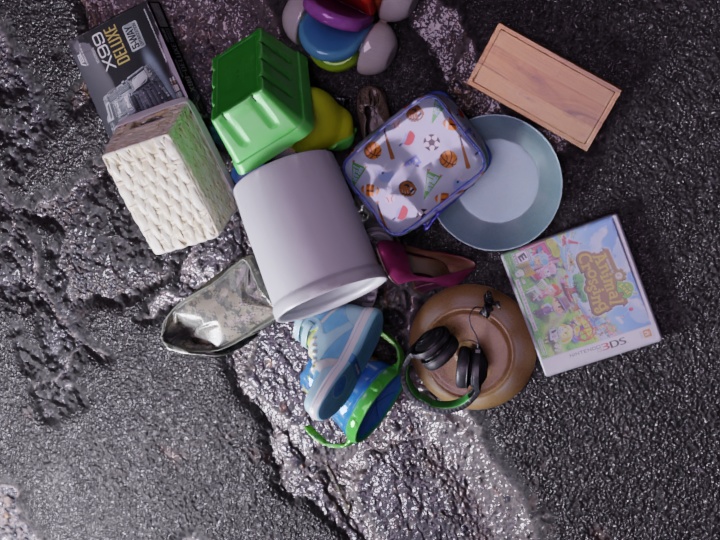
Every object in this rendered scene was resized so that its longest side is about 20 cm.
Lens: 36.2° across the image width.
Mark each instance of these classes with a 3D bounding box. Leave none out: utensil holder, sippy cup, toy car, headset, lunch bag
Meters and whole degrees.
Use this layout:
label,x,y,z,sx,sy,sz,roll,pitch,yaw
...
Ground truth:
label,x,y,z,sx,sy,sz,roll,pitch,yaw
utensil holder,-0.075,-0.049,1.573,0.169,0.170,0.201,-24,79,19
sippy cup,-0.019,0.176,1.709,0.130,0.178,0.140,33,150,18
toy car,-0.023,-0.380,1.575,0.175,0.150,0.201,27,107,8
headset,0.142,0.122,1.647,0.123,0.094,0.200,29,120,-4
lunch bag,-0.198,0.059,1.710,0.200,0.164,0.118,-32,90,20
lunch bag,0.081,-0.149,1.595,0.200,0.076,0.160,-37,96,20

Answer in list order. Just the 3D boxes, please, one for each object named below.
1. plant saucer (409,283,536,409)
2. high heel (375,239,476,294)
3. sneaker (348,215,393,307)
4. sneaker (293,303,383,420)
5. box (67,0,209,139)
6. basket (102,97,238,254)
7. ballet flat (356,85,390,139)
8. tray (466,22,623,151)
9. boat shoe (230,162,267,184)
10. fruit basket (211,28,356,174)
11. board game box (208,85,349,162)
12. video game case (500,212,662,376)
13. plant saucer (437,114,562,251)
label,x,y,z,sx,sy,sz,roll,pitch,yaw
plant saucer,0.168,0.122,1.688,0.199,0.035,0.201,3,102,15
high heel,0.094,-0.019,1.603,0.096,0.200,0.068,-24,70,17
sneaker,0.000,0.000,1.697,0.074,0.082,0.200,23,126,-15
sneaker,-0.062,0.125,1.636,0.130,0.200,0.080,18,144,21
box,-0.351,-0.301,1.737,0.157,0.050,0.201,-20,96,19
basket,-0.291,-0.140,1.685,0.135,0.124,0.201,-16,116,17
ballet flat,0.034,-0.180,1.656,0.067,0.046,0.201,-11,98,18
tray,0.263,-0.264,1.579,0.199,0.037,0.099,30,108,7
boat shoe,-0.103,-0.118,1.700,0.200,0.069,0.084,38,96,11
fruit basket,-0.112,-0.227,1.605,0.155,0.216,0.216,-28,93,19
board game box,-0.128,-0.233,1.700,0.199,0.028,0.136,21,106,11
video game case,0.326,0.038,1.629,0.181,0.022,0.201,-20,95,16
plant saucer,0.199,-0.130,1.624,0.200,0.039,0.202,3,102,15
